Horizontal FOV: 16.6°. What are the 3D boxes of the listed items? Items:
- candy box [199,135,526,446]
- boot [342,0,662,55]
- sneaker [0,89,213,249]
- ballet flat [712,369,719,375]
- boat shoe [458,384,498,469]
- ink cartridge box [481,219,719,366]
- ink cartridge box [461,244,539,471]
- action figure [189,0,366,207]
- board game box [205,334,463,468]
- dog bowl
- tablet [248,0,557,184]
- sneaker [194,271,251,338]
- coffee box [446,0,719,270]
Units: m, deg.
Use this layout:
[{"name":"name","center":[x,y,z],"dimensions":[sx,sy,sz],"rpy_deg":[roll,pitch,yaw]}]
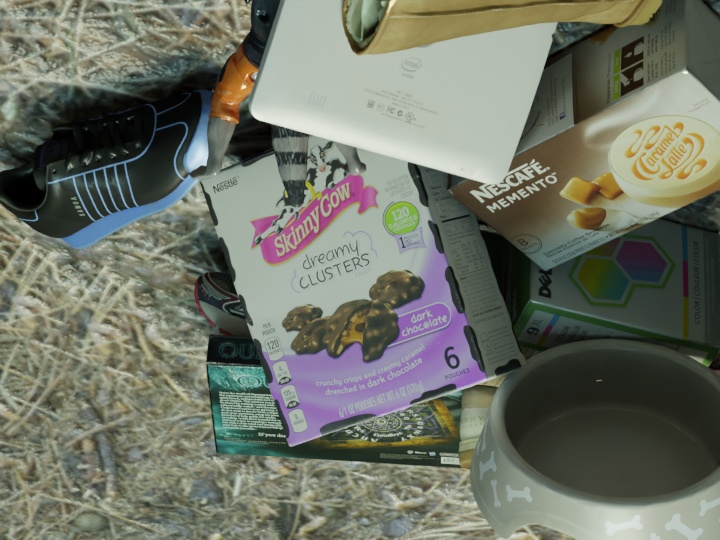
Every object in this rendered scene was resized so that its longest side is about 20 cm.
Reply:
[{"name":"candy box","center":[0.000,0.000,1.707],"dimensions":[0.167,0.201,0.071],"rpy_deg":[-20,177,29]},{"name":"boot","center":[0.105,-0.195,1.494],"dimensions":[0.199,0.066,0.175],"rpy_deg":[-7,147,-22]},{"name":"sneaker","center":[-0.176,-0.077,1.727],"dimensions":[0.078,0.070,0.200],"rpy_deg":[26,138,-34]},{"name":"ballet flat","center":[0.265,0.144,1.967],"dimensions":[0.071,0.069,0.200],"rpy_deg":[-3,145,-21]},{"name":"boat shoe","center":[0.155,0.117,1.812],"dimensions":[0.199,0.065,0.072],"rpy_deg":[7,164,-35]},{"name":"ink cartridge box","center":[0.157,0.007,1.767],"dimensions":[0.199,0.104,0.059],"rpy_deg":[14,141,-10]},{"name":"ink cartridge box","center":[0.145,0.082,1.886],"dimensions":[0.164,0.075,0.200],"rpy_deg":[15,140,-15]},{"name":"action figure","center":[-0.018,-0.147,1.580],"dimensions":[0.199,0.105,0.195],"rpy_deg":[3,114,-4]},{"name":"board game box","center":[-0.012,0.099,1.836],"dimensions":[0.199,0.028,0.136],"rpy_deg":[4,146,3]},{"name":"dog bowl","center":[0.174,0.122,1.677],"dimensions":[0.199,0.201,0.059],"rpy_deg":[3,126,3]},{"name":"tablet","center":[0.031,-0.136,1.569],"dimensions":[0.199,0.014,0.131],"rpy_deg":[14,98,-32]},{"name":"sneaker","center":[-0.024,0.014,1.831],"dimensions":[0.199,0.081,0.075],"rpy_deg":[2,113,4]},{"name":"coffee box","center":[0.170,-0.092,1.660],"dimensions":[0.199,0.080,0.114],"rpy_deg":[-26,132,33]}]
